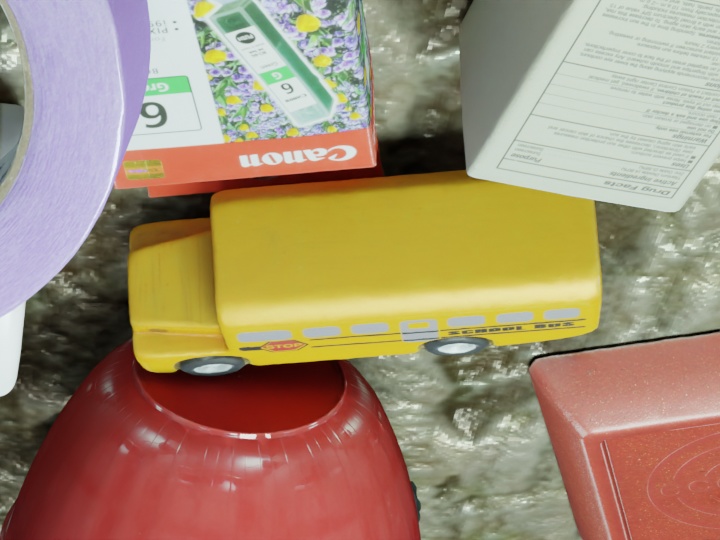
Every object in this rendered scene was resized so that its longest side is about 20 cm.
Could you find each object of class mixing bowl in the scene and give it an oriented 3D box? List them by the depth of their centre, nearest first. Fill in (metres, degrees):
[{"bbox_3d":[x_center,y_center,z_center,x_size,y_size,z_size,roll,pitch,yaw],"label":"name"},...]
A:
[{"bbox_3d":[-0.060,0.089,1.106,0.200,0.200,0.109,4,120,-9],"label":"mixing bowl"}]

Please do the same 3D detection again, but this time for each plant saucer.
[{"bbox_3d":[0.198,0.095,1.241,0.199,0.037,0.200,-8,145,9],"label":"plant saucer"}]

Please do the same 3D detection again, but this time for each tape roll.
[{"bbox_3d":[-0.175,-0.075,0.845,0.200,0.066,0.200,1,114,2],"label":"tape roll"}]

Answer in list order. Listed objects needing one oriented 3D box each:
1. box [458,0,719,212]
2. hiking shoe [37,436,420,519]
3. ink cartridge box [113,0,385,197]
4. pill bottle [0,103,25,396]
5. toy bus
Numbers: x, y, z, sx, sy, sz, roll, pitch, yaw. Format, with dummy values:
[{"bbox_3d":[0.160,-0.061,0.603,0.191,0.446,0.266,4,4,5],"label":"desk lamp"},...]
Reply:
[{"bbox_3d":[0.111,-0.112,0.882,0.095,0.078,0.200,9,145,-17],"label":"box"},{"bbox_3d":[-0.067,0.132,1.232,0.200,0.087,0.074,6,146,-12],"label":"hiking shoe"},{"bbox_3d":[-0.050,-0.073,0.955,0.109,0.050,0.200,-5,146,4],"label":"ink cartridge box"},{"bbox_3d":[-0.233,-0.015,0.970,0.200,0.120,0.120,4,146,-10],"label":"pill bottle"},{"bbox_3d":[0.000,0.000,1.038,0.200,0.065,0.078,-4,165,3],"label":"toy bus"}]
